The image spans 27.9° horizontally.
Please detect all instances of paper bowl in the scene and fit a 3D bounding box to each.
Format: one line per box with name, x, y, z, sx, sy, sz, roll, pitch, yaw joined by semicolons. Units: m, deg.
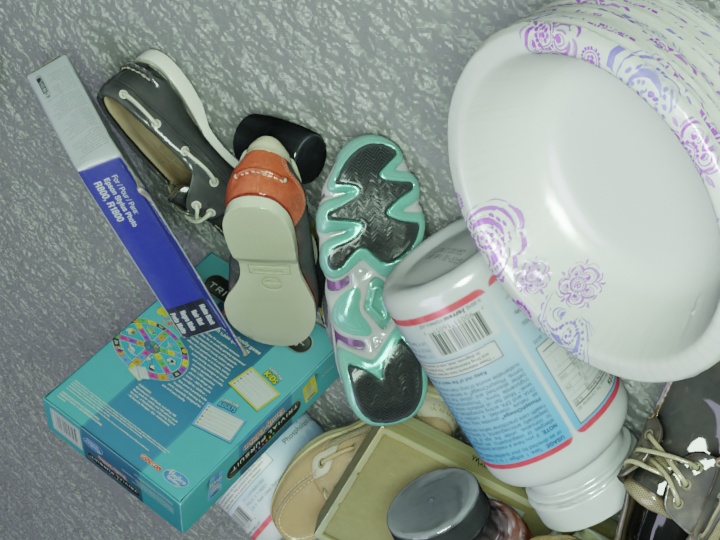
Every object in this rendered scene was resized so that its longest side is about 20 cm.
paper bowl;0.148;-0.052;0.758;0.200;0.104;0.202;34;141;33

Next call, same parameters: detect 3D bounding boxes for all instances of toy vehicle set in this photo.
toy vehicle set;0.078;0.194;1.088;0.198;0.027;0.125;27;122;-6

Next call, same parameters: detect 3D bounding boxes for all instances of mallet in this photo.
mallet;-0.050;-0.035;1.097;0.065;0.041;0.201;26;146;28

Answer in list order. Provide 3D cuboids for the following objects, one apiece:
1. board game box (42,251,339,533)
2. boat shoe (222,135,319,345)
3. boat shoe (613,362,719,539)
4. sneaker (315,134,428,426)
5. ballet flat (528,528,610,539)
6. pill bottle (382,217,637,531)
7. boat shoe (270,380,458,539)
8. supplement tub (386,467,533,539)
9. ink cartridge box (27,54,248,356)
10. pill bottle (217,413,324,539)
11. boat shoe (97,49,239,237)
board game box;-0.131;0.094;1.173;0.150;0.200;0.047;33;145;22
boat shoe;-0.065;-0.013;1.049;0.070;0.063;0.201;3;147;4
boat shoe;0.201;0.129;0.889;0.074;0.073;0.202;28;123;42
sneaker;0.000;0.000;1.040;0.140;0.077;0.203;-132;40;-77
ballet flat;0.159;0.212;1.007;0.072;0.068;0.200;47;-169;29
pill bottle;0.106;0.067;0.948;0.108;0.109;0.201;-10;117;54
boat shoe;-0.004;0.162;1.138;0.071;0.065;0.200;38;120;-17
supplement tub;0.089;0.238;1.034;0.106;0.107;0.201;3;128;48
ink cartridge box;-0.174;-0.041;1.122;0.200;0.040;0.201;53;172;46
pill bottle;-0.113;0.137;1.271;0.200;0.109;0.109;44;148;5
boat shoe;-0.127;-0.073;1.120;0.074;0.060;0.201;-12;115;55
